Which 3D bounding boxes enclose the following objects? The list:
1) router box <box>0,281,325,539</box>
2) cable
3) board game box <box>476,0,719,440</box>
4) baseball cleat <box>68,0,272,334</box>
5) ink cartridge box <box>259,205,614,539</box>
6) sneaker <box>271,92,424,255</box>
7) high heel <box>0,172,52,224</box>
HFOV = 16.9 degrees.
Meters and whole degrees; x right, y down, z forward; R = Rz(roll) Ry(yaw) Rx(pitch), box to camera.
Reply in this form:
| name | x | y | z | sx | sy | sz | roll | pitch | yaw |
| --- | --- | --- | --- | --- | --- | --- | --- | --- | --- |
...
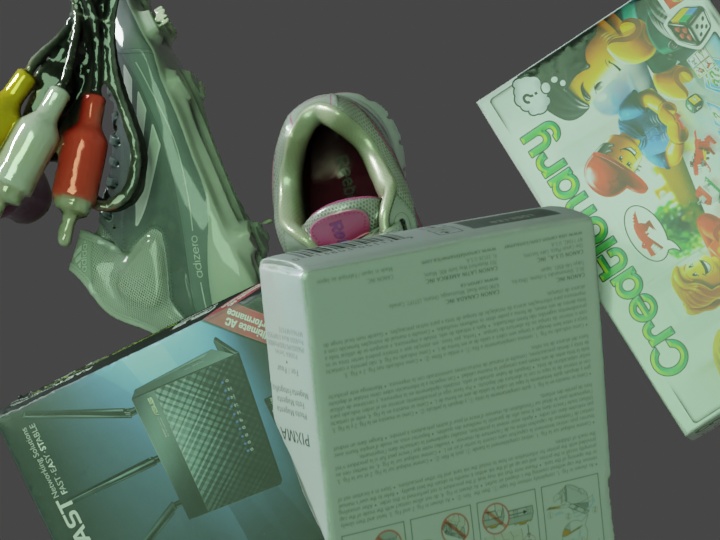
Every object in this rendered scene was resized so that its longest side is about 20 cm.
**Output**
| name | x | y | z | sx | sy | sz | roll | pitch | yaw |
| --- | --- | --- | --- | --- | --- | --- | --- | --- | --- |
| router box | -0.068 | 0.124 | 1.197 | 0.150 | 0.062 | 0.200 | -26 | 91 | 10 |
| cable | -0.136 | -0.109 | 1.202 | 0.097 | 0.050 | 0.201 | 19 | 90 | -2 |
| board game box | 0.162 | -0.034 | 1.199 | 0.126 | 0.035 | 0.200 | -34 | 76 | 8 |
| baseball cleat | -0.116 | -0.050 | 1.252 | 0.106 | 0.070 | 0.200 | -26 | 76 | 9 |
| ink cartridge box | 0.041 | 0.080 | 1.161 | 0.162 | 0.057 | 0.201 | -11 | 105 | -27 |
| sneaker | 0.000 | 0.000 | 1.207 | 0.081 | 0.088 | 0.200 | -25 | 78 | 9 |
| high heel | -0.232 | -0.112 | 1.275 | 0.067 | 0.096 | 0.200 | -41 | 75 | 5 |
